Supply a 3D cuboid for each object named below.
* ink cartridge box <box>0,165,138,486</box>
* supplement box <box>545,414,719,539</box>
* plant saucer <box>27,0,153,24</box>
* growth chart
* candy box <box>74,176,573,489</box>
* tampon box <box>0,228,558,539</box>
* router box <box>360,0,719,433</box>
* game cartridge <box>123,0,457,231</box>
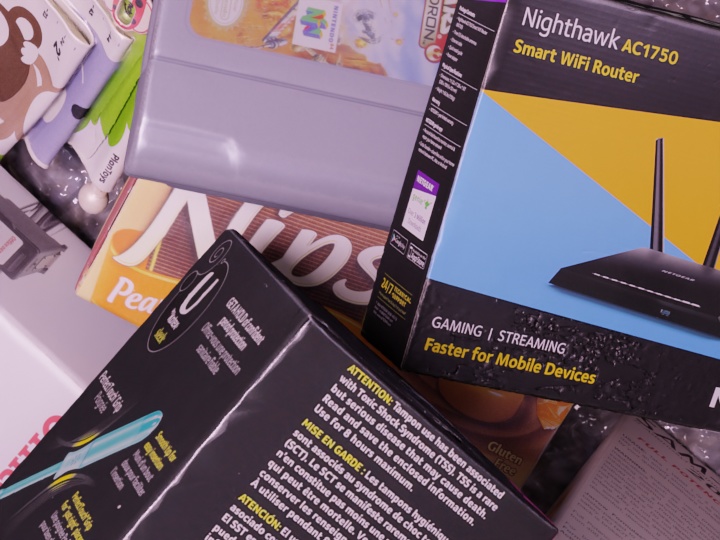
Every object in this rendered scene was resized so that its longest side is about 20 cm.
[{"bbox_3d":[-0.192,0.027,1.103,0.200,0.083,0.145,43,120,-1],"label":"ink cartridge box"},{"bbox_3d":[0.080,0.145,1.018,0.073,0.200,0.126,38,110,5],"label":"supplement box"},{"bbox_3d":[-0.072,-0.146,1.066,0.199,0.035,0.202,3,105,13],"label":"plant saucer"},{"bbox_3d":[-0.159,-0.110,1.073,0.200,0.018,0.145,36,133,9],"label":"growth chart"},{"bbox_3d":[0.000,0.000,1.057,0.199,0.055,0.116,28,110,-7],"label":"candy box"},{"bbox_3d":[-0.054,0.111,0.949,0.126,0.150,0.200,41,91,-19],"label":"tampon box"},{"bbox_3d":[0.114,-0.021,0.988,0.199,0.051,0.150,11,101,-24],"label":"router box"},{"bbox_3d":[-0.009,-0.121,1.001,0.132,0.042,0.201,10,80,-7],"label":"game cartridge"}]
